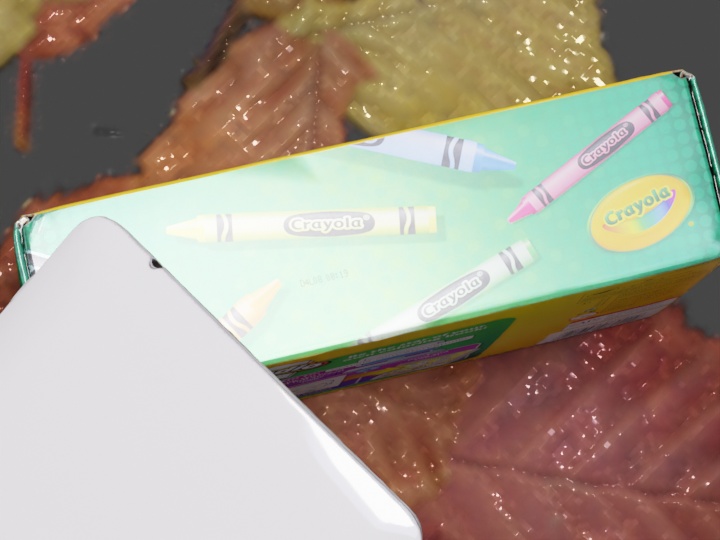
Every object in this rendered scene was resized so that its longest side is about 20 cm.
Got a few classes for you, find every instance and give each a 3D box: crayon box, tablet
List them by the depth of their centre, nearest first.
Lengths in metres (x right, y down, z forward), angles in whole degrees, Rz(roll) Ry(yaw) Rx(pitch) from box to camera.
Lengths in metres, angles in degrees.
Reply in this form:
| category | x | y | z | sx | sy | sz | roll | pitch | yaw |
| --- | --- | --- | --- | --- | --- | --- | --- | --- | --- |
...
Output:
| category | x | y | z | sx | sy | sz | roll | pitch | yaw |
| --- | --- | --- | --- | --- | --- | --- | --- | --- | --- |
| tablet | -0.091 | 0.098 | 0.773 | 0.130 | 0.014 | 0.200 | 44 | 99 | 12 |
| crayon box | 0.000 | 0.000 | 0.851 | 0.200 | 0.119 | 0.058 | -13 | 82 | -8 |
